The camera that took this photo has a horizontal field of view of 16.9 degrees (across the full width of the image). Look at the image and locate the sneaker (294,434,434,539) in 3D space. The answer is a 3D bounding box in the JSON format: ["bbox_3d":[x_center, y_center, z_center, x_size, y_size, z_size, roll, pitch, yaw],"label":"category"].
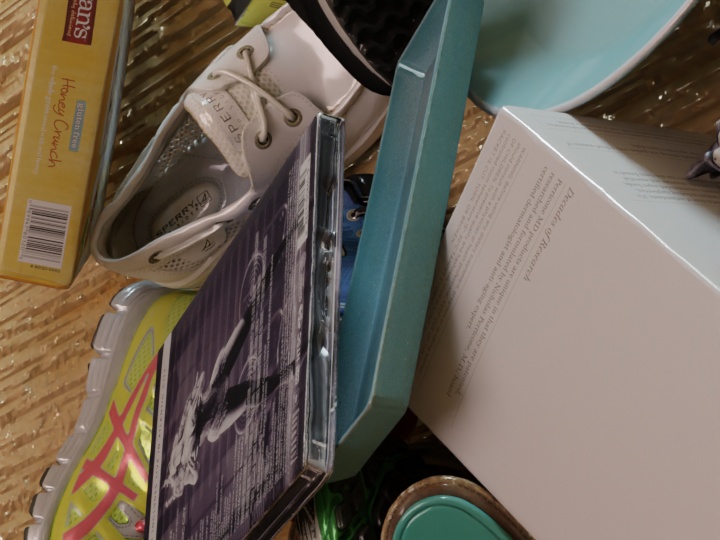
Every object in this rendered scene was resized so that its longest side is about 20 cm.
[{"bbox_3d":[-0.003,0.153,0.927,0.085,0.078,0.201,0,106,32],"label":"sneaker"}]

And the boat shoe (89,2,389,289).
[{"bbox_3d":[-0.046,-0.064,1.067,0.071,0.069,0.200,50,114,20],"label":"boat shoe"}]

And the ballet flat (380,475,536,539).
[{"bbox_3d":[0.069,0.158,0.888,0.070,0.065,0.201,-24,99,19],"label":"ballet flat"}]

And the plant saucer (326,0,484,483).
[{"bbox_3d":[0.016,-0.017,0.897,0.070,0.019,0.201,124,163,-54],"label":"plant saucer"}]

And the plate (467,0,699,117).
[{"bbox_3d":[0.105,-0.143,0.917,0.200,0.026,0.201,-42,33,36],"label":"plate"}]

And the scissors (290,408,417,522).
[{"bbox_3d":[-0.059,0.106,1.037,0.199,0.014,0.073,-26,25,32],"label":"scissors"}]

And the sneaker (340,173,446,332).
[{"bbox_3d":[0.000,0.000,1.004,0.089,0.078,0.200,-63,26,-5],"label":"sneaker"}]

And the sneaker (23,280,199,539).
[{"bbox_3d":[-0.089,0.096,1.097,0.090,0.078,0.201,-2,68,35],"label":"sneaker"}]

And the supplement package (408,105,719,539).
[{"bbox_3d":[0.123,0.046,0.845,0.200,0.121,0.120,45,119,42],"label":"supplement package"}]

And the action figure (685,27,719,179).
[{"bbox_3d":[0.178,-0.047,0.798,0.119,0.102,0.200,-38,55,-1],"label":"action figure"}]

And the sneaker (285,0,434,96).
[{"bbox_3d":[-0.029,-0.158,1.024,0.201,0.070,0.090,60,153,2],"label":"sneaker"}]

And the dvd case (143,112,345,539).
[{"bbox_3d":[-0.048,0.053,0.947,0.200,0.016,0.149,128,149,-53],"label":"dvd case"}]

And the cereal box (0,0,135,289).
[{"bbox_3d":[-0.134,-0.073,1.130,0.200,0.039,0.145,-129,49,-84],"label":"cereal box"}]

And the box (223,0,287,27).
[{"bbox_3d":[-0.061,-0.205,1.132,0.075,0.050,0.200,-53,51,32],"label":"box"}]

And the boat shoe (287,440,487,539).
[{"bbox_3d":[0.029,0.102,0.991,0.200,0.062,0.074,-20,72,46],"label":"boat shoe"}]
